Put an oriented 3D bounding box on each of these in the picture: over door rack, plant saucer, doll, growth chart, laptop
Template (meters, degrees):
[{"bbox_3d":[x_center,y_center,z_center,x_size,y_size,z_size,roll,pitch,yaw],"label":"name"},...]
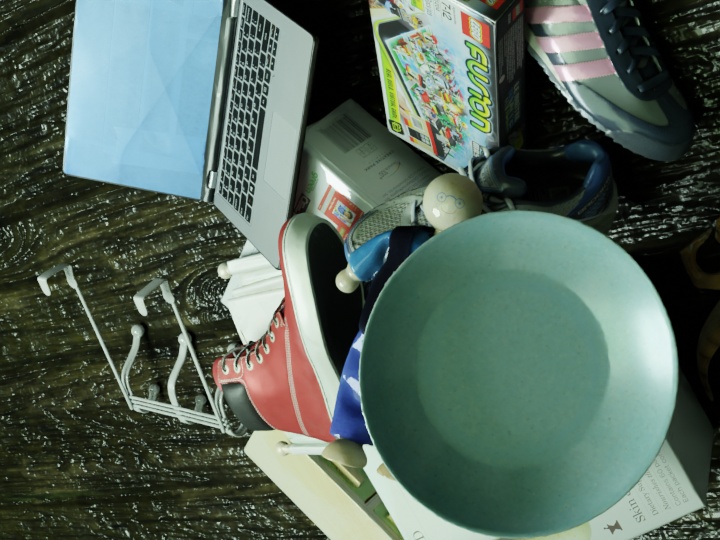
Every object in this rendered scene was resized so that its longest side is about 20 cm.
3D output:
[{"bbox_3d":[-0.193,0.066,1.378,0.147,0.067,0.201,7,139,38],"label":"over door rack"},{"bbox_3d":[0.097,0.063,0.909,0.198,0.039,0.204,0,93,-1],"label":"plant saucer"},{"bbox_3d":[0.041,0.036,0.951,0.135,0.048,0.202,16,92,17],"label":"doll"},{"bbox_3d":[-0.044,0.070,1.178,0.144,0.018,0.202,0,116,39],"label":"growth chart"},{"bbox_3d":[-0.137,-0.123,1.120,0.200,0.115,0.189,43,131,48],"label":"laptop"}]

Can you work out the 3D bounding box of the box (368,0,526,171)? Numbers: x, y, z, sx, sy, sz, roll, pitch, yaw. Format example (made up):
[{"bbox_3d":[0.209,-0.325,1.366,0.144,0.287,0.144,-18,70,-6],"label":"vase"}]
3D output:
[{"bbox_3d":[0.062,-0.142,1.006,0.110,0.035,0.201,32,158,23],"label":"box"}]

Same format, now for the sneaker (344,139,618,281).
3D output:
[{"bbox_3d":[0.082,-0.049,0.998,0.085,0.198,0.078,84,168,-63],"label":"sneaker"}]

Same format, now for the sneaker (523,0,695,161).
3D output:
[{"bbox_3d":[0.156,-0.162,0.948,0.200,0.070,0.082,48,140,7],"label":"sneaker"}]

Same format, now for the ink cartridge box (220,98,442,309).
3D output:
[{"bbox_3d":[0.000,0.000,1.170,0.175,0.084,0.201,41,135,12],"label":"ink cartridge box"}]

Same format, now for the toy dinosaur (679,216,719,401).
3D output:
[{"bbox_3d":[0.259,0.018,0.972,0.107,0.060,0.200,51,136,4],"label":"toy dinosaur"}]

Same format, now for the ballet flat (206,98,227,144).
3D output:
[{"bbox_3d":[-0.146,-0.191,1.197,0.075,0.064,0.201,-21,99,55],"label":"ballet flat"}]

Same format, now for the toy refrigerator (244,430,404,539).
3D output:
[{"bbox_3d":[-0.002,0.193,1.292,0.200,0.076,0.070,44,135,13],"label":"toy refrigerator"}]

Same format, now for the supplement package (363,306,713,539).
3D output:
[{"bbox_3d":[0.126,0.117,1.033,0.199,0.151,0.153,-29,95,21],"label":"supplement package"}]

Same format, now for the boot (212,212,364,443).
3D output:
[{"bbox_3d":[-0.066,0.046,1.117,0.143,0.072,0.202,6,124,30],"label":"boot"}]
